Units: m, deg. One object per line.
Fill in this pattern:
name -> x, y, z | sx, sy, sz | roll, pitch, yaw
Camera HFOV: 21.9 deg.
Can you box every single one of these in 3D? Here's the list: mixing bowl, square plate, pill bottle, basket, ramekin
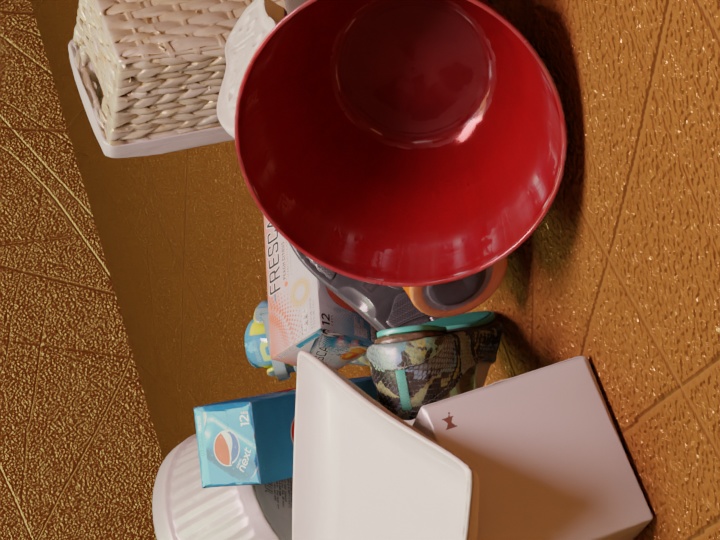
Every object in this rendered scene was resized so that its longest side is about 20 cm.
mixing bowl -> 0.027, -0.103, 1.144 | 0.109, 0.198, 0.202 | -79, -16, -60
square plate -> 0.016, 0.173, 1.176 | 0.200, 0.028, 0.200 | 31, 126, 53
pill bottle -> 0.031, -0.059, 1.280 | 0.107, 0.105, 0.201 | 90, 160, -45
basket -> -0.148, -0.200, 1.657 | 0.124, 0.198, 0.136 | 104, 148, -50
ramekin -> -0.074, 0.216, 1.623 | 0.105, 0.199, 0.202 | -33, 66, 33

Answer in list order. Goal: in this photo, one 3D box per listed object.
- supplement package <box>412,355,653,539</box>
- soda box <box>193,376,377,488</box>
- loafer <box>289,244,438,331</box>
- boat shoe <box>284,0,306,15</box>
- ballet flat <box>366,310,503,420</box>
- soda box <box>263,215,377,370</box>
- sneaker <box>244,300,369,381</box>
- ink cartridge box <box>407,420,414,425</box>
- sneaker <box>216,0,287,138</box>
supplement package -> 0.095, 0.157, 1.224 | 0.200, 0.116, 0.118 | 107, 145, -65
soda box -> -0.050, 0.133, 1.554 | 0.064, 0.199, 0.069 | -8, 89, 35
loafer -> 0.000, 0.000, 1.441 | 0.200, 0.072, 0.063 | 48, 166, 12
boat shoe -> -0.018, -0.195, 1.287 | 0.201, 0.076, 0.072 | 59, -167, 26
ballet flat -> 0.052, 0.066, 1.252 | 0.200, 0.074, 0.075 | -7, -99, -69
soda box -> -0.035, -0.022, 1.509 | 0.068, 0.063, 0.202 | -32, 53, 41
sneaker -> -0.025, 0.061, 1.563 | 0.200, 0.129, 0.080 | -163, 59, -72
ink cartridge box -> 0.053, 0.223, 1.519 | 0.146, 0.084, 0.202 | -132, 29, -62
sneaker -> -0.031, -0.125, 1.425 | 0.146, 0.081, 0.200 | 35, -159, -21
